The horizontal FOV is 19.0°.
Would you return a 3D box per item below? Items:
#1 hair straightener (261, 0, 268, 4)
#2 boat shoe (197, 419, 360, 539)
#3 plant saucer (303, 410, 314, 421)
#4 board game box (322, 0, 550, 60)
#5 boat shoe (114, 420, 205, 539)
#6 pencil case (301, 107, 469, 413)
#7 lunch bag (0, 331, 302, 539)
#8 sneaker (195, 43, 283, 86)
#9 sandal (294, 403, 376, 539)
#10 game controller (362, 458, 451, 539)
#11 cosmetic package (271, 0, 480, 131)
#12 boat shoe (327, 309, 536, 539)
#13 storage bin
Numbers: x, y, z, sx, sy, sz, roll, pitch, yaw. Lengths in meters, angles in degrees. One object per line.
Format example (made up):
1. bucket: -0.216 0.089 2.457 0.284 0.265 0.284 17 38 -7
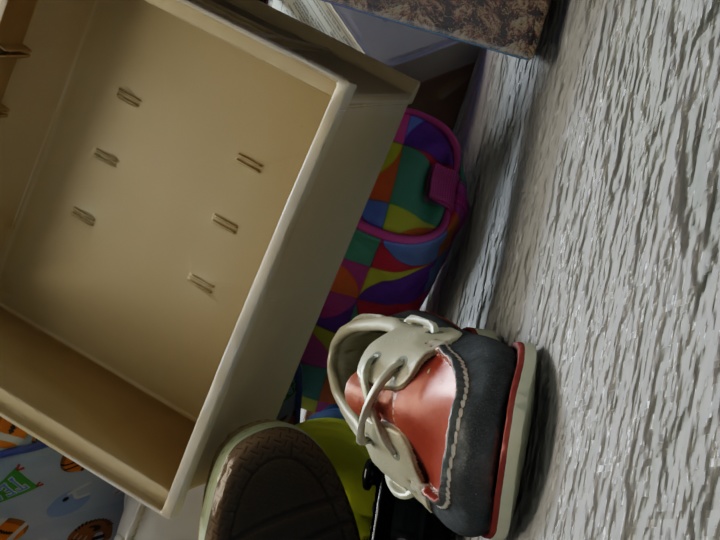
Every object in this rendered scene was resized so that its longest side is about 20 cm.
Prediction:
1. hair straightener: -0.088 -0.111 1.105 0.077 0.041 0.201 100 -166 -67
2. boat shoe: -0.039 0.148 0.952 0.076 0.071 0.201 -121 24 -62
3. plant saucer: -0.019 0.122 1.356 0.200 0.036 0.202 -169 90 -85
4. board game box: 0.002 -0.163 0.932 0.200 0.159 0.097 -105 31 -82
5. boat shoe: -0.092 0.161 1.043 0.069 0.070 0.201 -72 -3 -52
6. pencil case: 0.000 0.000 1.095 0.200 0.088 0.089 108 172 -59
7. lunch bag: -0.128 0.093 1.084 0.076 0.199 0.161 58 156 35
8. sneaker: -0.048 -0.080 1.073 0.202 0.067 0.108 105 -175 -55
9. sandal: -0.013 0.140 1.033 0.087 0.079 0.201 -54 -16 -57
10. game controller: 0.004 0.171 0.865 0.104 0.042 0.201 110 170 -66
11. cosmetic package: -0.003 -0.096 1.195 0.105 0.071 0.200 58 155 23
12. boat shoe: 0.024 0.049 0.784 0.200 0.062 0.072 -120 43 -82
13. storage bin: -0.105 -0.033 0.946 0.094 0.198 0.201 -12 -52 -65
